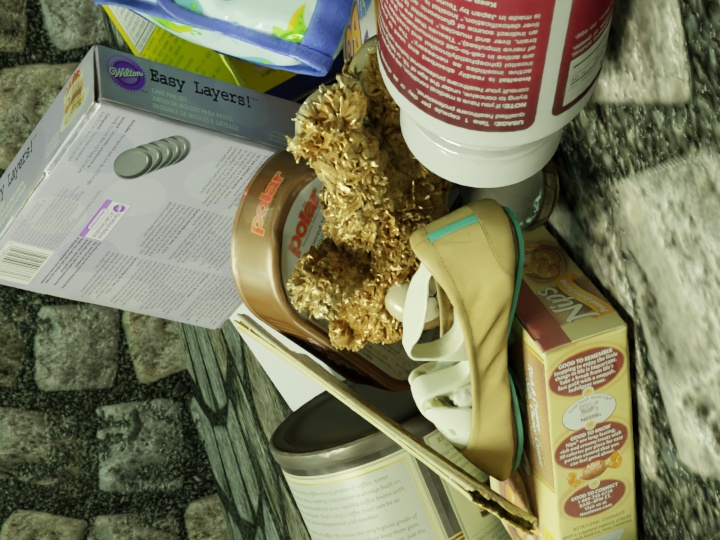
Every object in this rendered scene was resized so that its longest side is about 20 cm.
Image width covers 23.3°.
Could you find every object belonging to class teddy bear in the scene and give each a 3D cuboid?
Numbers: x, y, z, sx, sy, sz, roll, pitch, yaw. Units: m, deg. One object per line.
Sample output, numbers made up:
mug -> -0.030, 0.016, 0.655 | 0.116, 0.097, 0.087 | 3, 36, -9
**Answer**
teddy bear -> 0.015, -0.036, 0.953 | 0.066, 0.145, 0.202 | 16, 122, 27

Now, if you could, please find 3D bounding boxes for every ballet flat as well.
ballet flat -> 0.072, -0.074, 1.039 | 0.200, 0.046, 0.068 | 41, 119, 59
ballet flat -> 0.052, 0.044, 0.955 | 0.069, 0.062, 0.201 | -120, 19, -46

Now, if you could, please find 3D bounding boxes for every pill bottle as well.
pill bottle -> 0.063, -0.132, 0.815 | 0.201, 0.112, 0.114 | 93, 157, -56

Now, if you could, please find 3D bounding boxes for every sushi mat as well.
sushi mat -> 0.013, 0.089, 1.029 | 0.199, 0.012, 0.096 | 34, 179, 33

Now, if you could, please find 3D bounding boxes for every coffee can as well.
coffee can -> 0.043, 0.176, 1.172 | 0.202, 0.145, 0.146 | 68, 169, -12

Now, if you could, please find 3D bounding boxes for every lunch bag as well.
lunch bag -> -0.048, -0.203, 0.975 | 0.199, 0.127, 0.172 | 23, 94, 52

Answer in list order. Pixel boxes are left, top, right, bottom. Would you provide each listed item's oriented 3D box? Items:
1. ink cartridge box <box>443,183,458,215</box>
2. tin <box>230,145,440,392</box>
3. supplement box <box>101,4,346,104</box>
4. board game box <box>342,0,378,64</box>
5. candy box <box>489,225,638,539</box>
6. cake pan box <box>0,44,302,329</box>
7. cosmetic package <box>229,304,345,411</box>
ink cartridge box -> -0.007, -0.081, 1.207 | 0.161, 0.050, 0.201 | -60, 40, 46
tin -> 0.000, 0.000, 1.054 | 0.042, 0.113, 0.200 | 10, 162, 40
supplement box -> -0.094, -0.185, 1.157 | 0.201, 0.109, 0.109 | 57, 152, 3
board game box -> 0.009, -0.150, 1.069 | 0.096, 0.030, 0.202 | 160, 104, -77
candy box -> 0.113, 0.090, 1.020 | 0.116, 0.055, 0.202 | -124, 22, -54
cake pan box -> -0.127, -0.042, 1.097 | 0.200, 0.183, 0.053 | -47, 41, 42
cosmetic package -> -0.062, -0.023, 1.276 | 0.201, 0.051, 0.151 | 57, -153, -23
